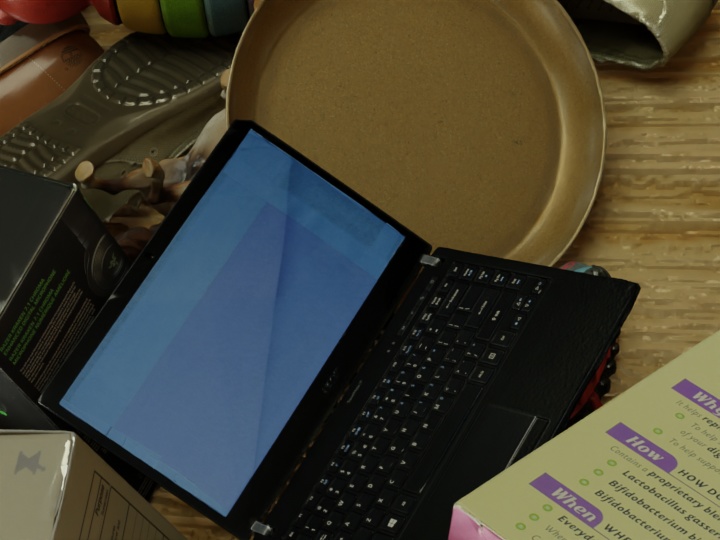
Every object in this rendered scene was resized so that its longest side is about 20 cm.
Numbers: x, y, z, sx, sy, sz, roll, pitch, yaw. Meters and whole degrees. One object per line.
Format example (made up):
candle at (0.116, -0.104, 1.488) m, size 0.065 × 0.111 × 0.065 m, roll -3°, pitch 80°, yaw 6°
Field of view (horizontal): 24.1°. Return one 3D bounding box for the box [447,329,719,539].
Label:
box at (0.159, 0.131, 0.669) m, size 0.176 × 0.097 × 0.200 m, roll 33°, pitch 43°, yaw 33°

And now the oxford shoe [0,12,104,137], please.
oxford shoe at (-0.234, -0.074, 1.016) m, size 0.200 × 0.071 × 0.071 m, roll -35°, pitch 87°, yaw 5°

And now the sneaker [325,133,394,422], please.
sneaker at (0.000, 0.000, 0.896) m, size 0.089 × 0.077 × 0.200 m, roll 35°, pitch 71°, yaw 1°

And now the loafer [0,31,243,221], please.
loafer at (-0.138, -0.079, 0.983) m, size 0.200 × 0.068 × 0.076 m, roll -35°, pitch 53°, yaw -24°

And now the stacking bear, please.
stacking bear at (-0.120, -0.186, 0.969) m, size 0.199 × 0.122 × 0.114 m, roll -6°, pitch 34°, yaw -1°

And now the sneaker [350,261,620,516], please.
sneaker at (0.045, 0.062, 0.818) m, size 0.095 × 0.079 × 0.200 m, roll 23°, pitch 60°, yaw 41°

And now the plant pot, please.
plant pot at (0.028, -0.074, 0.863) m, size 0.199 × 0.027 × 0.201 m, roll 2°, pitch 81°, yaw -12°

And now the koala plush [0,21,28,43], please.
koala plush at (-0.249, -0.258, 1.084) m, size 0.177 × 0.184 × 0.200 m, roll -43°, pitch 43°, yaw -10°

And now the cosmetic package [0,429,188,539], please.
cosmetic package at (-0.127, 0.157, 0.742) m, size 0.087 × 0.200 × 0.104 m, roll -1°, pitch 58°, yaw 21°

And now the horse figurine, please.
horse figurine at (-0.075, -0.068, 0.931) m, size 0.200 × 0.133 × 0.050 m, roll -44°, pitch 68°, yaw 5°

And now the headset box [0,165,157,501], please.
headset box at (-0.197, 0.022, 0.855) m, size 0.174 × 0.200 × 0.093 m, roll 15°, pitch 65°, yaw 28°

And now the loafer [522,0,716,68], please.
loafer at (0.095, -0.154, 0.930) m, size 0.199 × 0.076 × 0.068 m, roll 6°, pitch 54°, yaw 22°

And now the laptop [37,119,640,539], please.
laptop at (-0.010, 0.035, 0.759) m, size 0.200 × 0.103 × 0.177 m, roll 12°, pitch 62°, yaw 46°
